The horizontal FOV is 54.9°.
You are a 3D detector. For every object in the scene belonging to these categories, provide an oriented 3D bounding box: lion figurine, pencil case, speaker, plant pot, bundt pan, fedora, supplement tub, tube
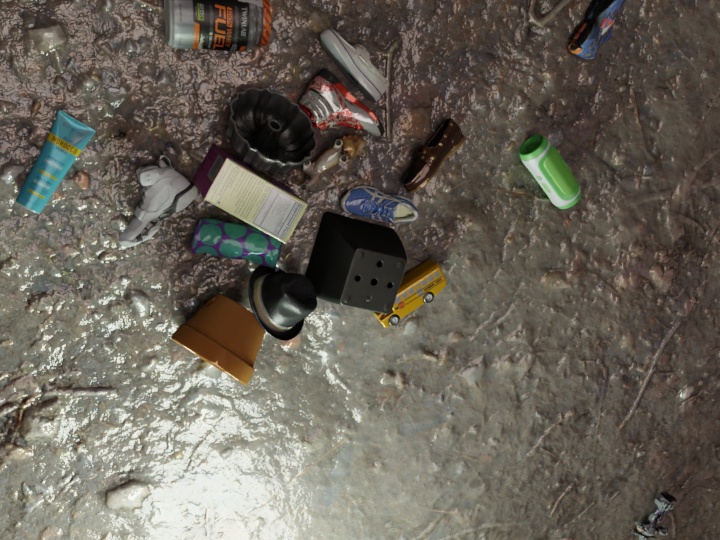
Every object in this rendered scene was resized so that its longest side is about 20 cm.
[{"bbox_3d":[-0.076,-0.246,1.568,0.198,0.123,0.073,-26,100,6],"label":"lion figurine"},{"bbox_3d":[-0.270,-0.059,1.532,0.197,0.086,0.093,11,146,-13],"label":"pencil case"},{"bbox_3d":[0.491,-0.253,1.790,0.088,0.088,0.200,-46,118,-2],"label":"speaker"},{"bbox_3d":[-0.303,0.146,1.556,0.200,0.199,0.141,39,75,-28],"label":"plant pot"},{"bbox_3d":[-0.195,-0.284,1.462,0.200,0.204,0.076,16,143,-26],"label":"bundt pan"},{"bbox_3d":[0.000,0.000,1.626,0.197,0.177,0.203,13,104,-24],"label":"plant pot"},{"bbox_3d":[-0.162,0.060,1.569,0.091,0.202,0.202,-20,120,26],"label":"fedora"},{"bbox_3d":[-0.283,-0.500,1.373,0.197,0.122,0.124,-5,109,-20],"label":"supplement tub"},{"bbox_3d":[-0.614,-0.213,1.385,0.077,0.050,0.202,30,89,-35],"label":"tube"}]

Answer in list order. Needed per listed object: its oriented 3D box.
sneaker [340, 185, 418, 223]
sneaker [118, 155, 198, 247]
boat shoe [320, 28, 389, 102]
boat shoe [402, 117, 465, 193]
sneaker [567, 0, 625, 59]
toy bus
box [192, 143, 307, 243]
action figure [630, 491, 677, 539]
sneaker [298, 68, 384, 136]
[{"bbox_3d":[0.049,-0.155,1.649,0.197,0.077,0.077,3,108,-21],"label":"sneaker"},{"bbox_3d":[-0.449,-0.147,1.456,0.200,0.075,0.115,-41,117,-10],"label":"sneaker"},{"bbox_3d":[-0.007,-0.462,1.527,0.066,0.072,0.200,-49,119,-5],"label":"boat shoe"},{"bbox_3d":[0.165,-0.277,1.659,0.201,0.070,0.070,-50,125,-9],"label":"boat shoe"},{"bbox_3d":[0.598,-0.615,1.725,0.078,0.075,0.201,28,104,-36],"label":"sneaker"},{"bbox_3d":[0.120,0.059,1.756,0.199,0.065,0.079,-32,116,-9],"label":"toy bus"},{"bbox_3d":[-0.237,-0.166,1.474,0.199,0.176,0.097,29,96,-27],"label":"box"},{"bbox_3d":[1.010,0.861,2.386,0.129,0.069,0.202,16,104,-31],"label":"action figure"},{"bbox_3d":[-0.046,-0.342,1.551,0.201,0.067,0.108,40,85,-23],"label":"sneaker"}]
